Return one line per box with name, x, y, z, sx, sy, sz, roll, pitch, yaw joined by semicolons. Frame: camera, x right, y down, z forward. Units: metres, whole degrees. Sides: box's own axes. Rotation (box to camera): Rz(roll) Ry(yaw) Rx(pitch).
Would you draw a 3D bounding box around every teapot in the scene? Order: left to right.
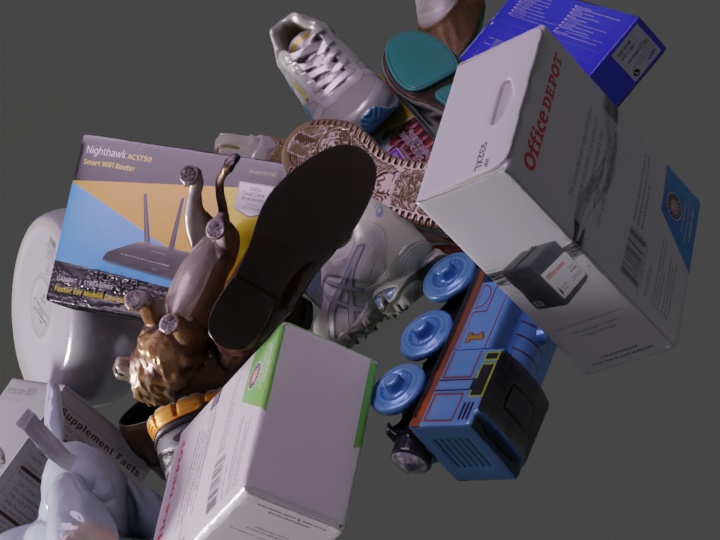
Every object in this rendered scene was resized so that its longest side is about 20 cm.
teapot;-0.229;0.033;1.916;0.197;0.146;0.200;-41;55;54

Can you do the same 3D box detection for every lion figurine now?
lion figurine;-0.134;0.012;1.659;0.072;0.123;0.200;26;78;19

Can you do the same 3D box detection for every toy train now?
toy train;0.089;0.063;1.511;0.114;0.087;0.200;-4;47;40

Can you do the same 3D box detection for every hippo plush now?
hippo plush;-0.240;0.231;1.641;0.161;0.200;0.159;-46;5;17

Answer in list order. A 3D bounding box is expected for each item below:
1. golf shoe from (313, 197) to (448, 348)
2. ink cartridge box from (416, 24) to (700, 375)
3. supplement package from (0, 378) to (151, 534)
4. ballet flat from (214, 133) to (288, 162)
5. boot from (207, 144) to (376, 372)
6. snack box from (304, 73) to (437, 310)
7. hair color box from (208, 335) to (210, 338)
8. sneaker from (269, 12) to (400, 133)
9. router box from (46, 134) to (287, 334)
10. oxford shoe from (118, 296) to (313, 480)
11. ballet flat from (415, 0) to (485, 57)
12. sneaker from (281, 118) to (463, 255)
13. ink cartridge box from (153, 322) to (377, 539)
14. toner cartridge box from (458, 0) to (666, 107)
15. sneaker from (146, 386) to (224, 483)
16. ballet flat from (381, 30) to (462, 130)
golf shoe;0.000;0.000;1.651;0.078;0.097;0.200;-37;-2;-31
ink cartridge box;0.143;-0.048;1.450;0.084;0.200;0.145;-21;37;37
supplement package;-0.295;0.208;1.798;0.117;0.117;0.200;-1;51;57
ballet flat;-0.128;-0.080;1.810;0.200;0.065;0.071;-25;32;6
boot;-0.055;-0.005;1.596;0.186;0.064;0.200;-50;-5;-6
snack box;-0.001;-0.065;1.807;0.169;0.068;0.200;-42;27;6
hair color box;-0.133;-0.007;1.877;0.061;0.099;0.200;-38;29;15
sneaker;-0.030;-0.168;1.827;0.076;0.081;0.200;-41;29;-1
router box;-0.155;-0.027;1.749;0.200;0.051;0.150;9;83;23
oxford shoe;-0.123;0.086;1.762;0.200;0.084;0.073;-44;26;1
ballet flat;0.090;-0.273;1.949;0.068;0.072;0.200;-12;43;47
sneaker;0.034;-0.058;1.673;0.200;0.112;0.071;23;83;33
ink cartridge box;-0.076;0.153;1.528;0.200;0.084;0.146;-47;25;50
toner cartridge box;0.166;-0.182;1.758;0.095;0.043;0.200;-48;28;-5
sneaker;-0.081;0.126;1.678;0.200;0.078;0.077;-26;60;27
ballet flat;0.075;-0.142;1.793;0.067;0.064;0.200;-24;35;-14
